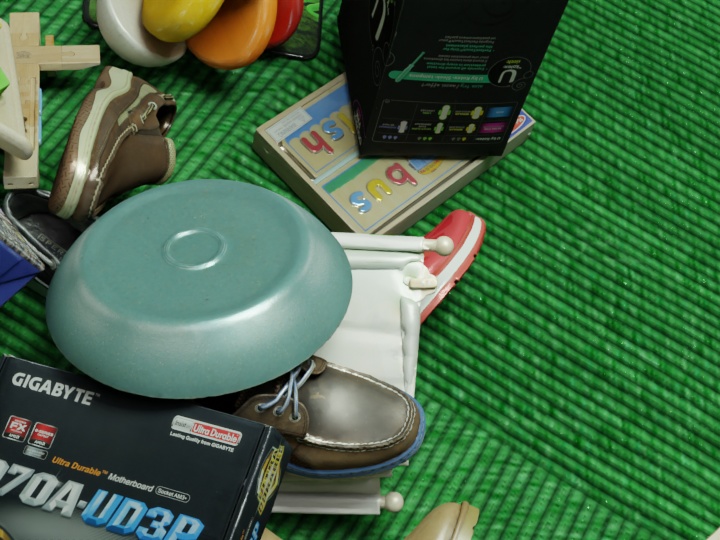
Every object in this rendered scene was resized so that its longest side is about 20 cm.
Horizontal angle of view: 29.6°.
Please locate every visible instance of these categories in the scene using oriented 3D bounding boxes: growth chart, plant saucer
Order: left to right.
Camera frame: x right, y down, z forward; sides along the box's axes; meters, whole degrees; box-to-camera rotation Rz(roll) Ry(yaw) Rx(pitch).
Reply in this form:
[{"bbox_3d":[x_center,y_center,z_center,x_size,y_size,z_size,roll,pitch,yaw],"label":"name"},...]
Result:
[{"bbox_3d":[-0.103,-0.002,0.865,0.197,0.036,0.201,-1,40,1],"label":"plant saucer"},{"bbox_3d":[-0.023,0.066,0.907,0.142,0.018,0.203,8,83,9],"label":"growth chart"}]

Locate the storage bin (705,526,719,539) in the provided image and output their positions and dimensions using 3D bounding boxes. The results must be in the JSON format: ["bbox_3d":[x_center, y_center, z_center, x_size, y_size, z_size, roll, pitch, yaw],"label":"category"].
[{"bbox_3d":[0.346,0.217,0.915,0.199,0.094,0.199,-33,71,-27],"label":"storage bin"}]

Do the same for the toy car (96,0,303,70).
[{"bbox_3d":[-0.107,-0.248,1.071,0.149,0.174,0.203,26,48,-38],"label":"toy car"}]

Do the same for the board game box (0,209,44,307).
[{"bbox_3d":[-0.335,-0.034,0.882,0.159,0.097,0.200,-41,72,-5],"label":"board game box"}]

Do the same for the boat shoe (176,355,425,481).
[{"bbox_3d":[-0.057,0.082,0.856,0.197,0.073,0.073,6,62,9],"label":"boat shoe"}]

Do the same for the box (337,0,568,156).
[{"bbox_3d":[0.063,-0.201,1.013,0.122,0.201,0.150,-1,59,-12],"label":"box"}]

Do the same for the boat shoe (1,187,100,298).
[{"bbox_3d":[-0.164,0.005,0.946,0.198,0.068,0.074,35,58,10],"label":"boat shoe"}]

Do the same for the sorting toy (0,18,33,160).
[{"bbox_3d":[-0.304,-0.174,0.918,0.184,0.037,0.201,32,20,-38],"label":"sorting toy"}]

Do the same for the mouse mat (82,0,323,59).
[{"bbox_3d":[-0.127,-0.253,1.150,0.197,0.008,0.163,8,58,-9],"label":"mouse mat"}]

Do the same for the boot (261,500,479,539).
[{"bbox_3d":[-0.045,0.179,0.853,0.198,0.066,0.176,30,72,7],"label":"boot"}]

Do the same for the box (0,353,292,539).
[{"bbox_3d":[-0.157,0.150,0.813,0.197,0.046,0.161,12,68,22],"label":"box"}]

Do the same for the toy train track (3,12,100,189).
[{"bbox_3d":[-0.249,-0.122,1.007,0.113,0.033,0.202,-3,44,-10],"label":"toy train track"}]

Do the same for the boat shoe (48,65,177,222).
[{"bbox_3d":[-0.165,-0.090,0.963,0.074,0.075,0.203,20,28,-10],"label":"boat shoe"}]

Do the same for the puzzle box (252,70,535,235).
[{"bbox_3d":[0.029,-0.108,1.084,0.199,0.026,0.133,-37,73,-29],"label":"puzzle box"}]

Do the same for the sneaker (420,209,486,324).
[{"bbox_3d":[0.000,0.000,0.971,0.115,0.078,0.200,41,57,0],"label":"sneaker"}]
